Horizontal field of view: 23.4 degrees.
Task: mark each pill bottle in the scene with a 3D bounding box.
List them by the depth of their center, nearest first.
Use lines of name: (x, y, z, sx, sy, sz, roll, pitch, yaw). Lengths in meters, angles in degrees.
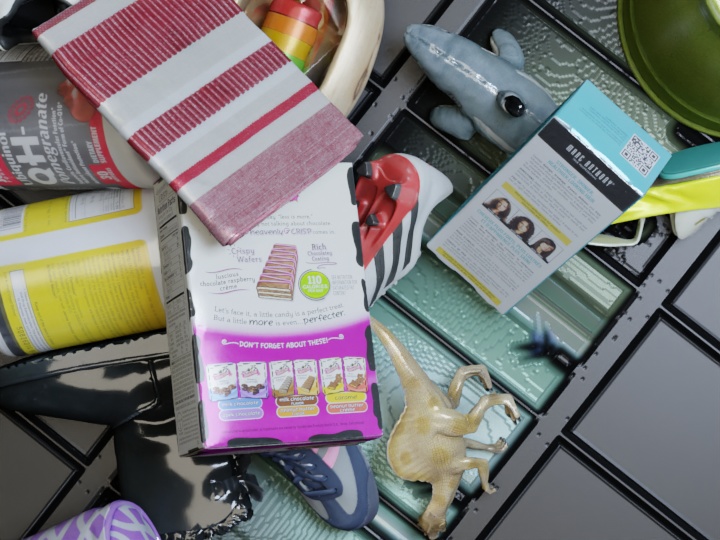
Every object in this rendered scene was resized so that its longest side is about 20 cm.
pill bottle: (-0.229, -0.115, 1.288, 0.200, 0.111, 0.111, 1, 89, 27)
pill bottle: (-0.183, -0.006, 1.304, 0.200, 0.112, 0.112, -11, 89, 3)

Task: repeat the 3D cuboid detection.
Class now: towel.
towel: (-0.112, -0.124, 1.207, 0.200, 0.023, 0.144, 47, 55, 6)

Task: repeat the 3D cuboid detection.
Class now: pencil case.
pencil case: (-0.233, 0.239, 1.296, 0.200, 0.085, 0.084, -24, 53, 20)

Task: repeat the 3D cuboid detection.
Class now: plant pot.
plant pot: (0.294, -0.200, 1.243, 0.200, 0.193, 0.200, 0, 90, 3)

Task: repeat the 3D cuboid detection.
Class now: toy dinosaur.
toy dinosaur: (0.061, 0.111, 1.298, 0.101, 0.058, 0.200, -21, 108, -17)

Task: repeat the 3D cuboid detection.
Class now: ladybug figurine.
ladybug figurine: (-0.056, -0.168, 1.320, 0.136, 0.072, 0.200, 26, 90, 4)

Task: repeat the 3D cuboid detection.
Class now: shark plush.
shark plush: (0.111, -0.108, 1.283, 0.091, 0.083, 0.200, -40, 67, 5)

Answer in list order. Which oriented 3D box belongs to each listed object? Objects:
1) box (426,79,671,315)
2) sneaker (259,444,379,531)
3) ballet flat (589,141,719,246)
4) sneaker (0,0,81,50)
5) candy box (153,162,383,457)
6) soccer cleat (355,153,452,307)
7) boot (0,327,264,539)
box: (0.131, -0.048, 1.250, 0.082, 0.200, 0.049, 42, 54, -2)
sneaker: (-0.059, 0.123, 1.291, 0.070, 0.082, 0.200, -21, 106, 35)
ballet flat: (0.220, -0.054, 1.316, 0.200, 0.067, 0.067, -9, 110, 5)
sneaker: (-0.190, -0.199, 1.263, 0.200, 0.074, 0.080, -16, 44, -20)
candy box: (-0.066, 0.026, 1.223, 0.136, 0.061, 0.200, -1, 79, -26)
soccer cleat: (0.000, 0.000, 1.320, 0.069, 0.085, 0.200, 43, 113, 34)
boot: (-0.179, 0.131, 1.327, 0.198, 0.073, 0.163, -11, 94, 4)
